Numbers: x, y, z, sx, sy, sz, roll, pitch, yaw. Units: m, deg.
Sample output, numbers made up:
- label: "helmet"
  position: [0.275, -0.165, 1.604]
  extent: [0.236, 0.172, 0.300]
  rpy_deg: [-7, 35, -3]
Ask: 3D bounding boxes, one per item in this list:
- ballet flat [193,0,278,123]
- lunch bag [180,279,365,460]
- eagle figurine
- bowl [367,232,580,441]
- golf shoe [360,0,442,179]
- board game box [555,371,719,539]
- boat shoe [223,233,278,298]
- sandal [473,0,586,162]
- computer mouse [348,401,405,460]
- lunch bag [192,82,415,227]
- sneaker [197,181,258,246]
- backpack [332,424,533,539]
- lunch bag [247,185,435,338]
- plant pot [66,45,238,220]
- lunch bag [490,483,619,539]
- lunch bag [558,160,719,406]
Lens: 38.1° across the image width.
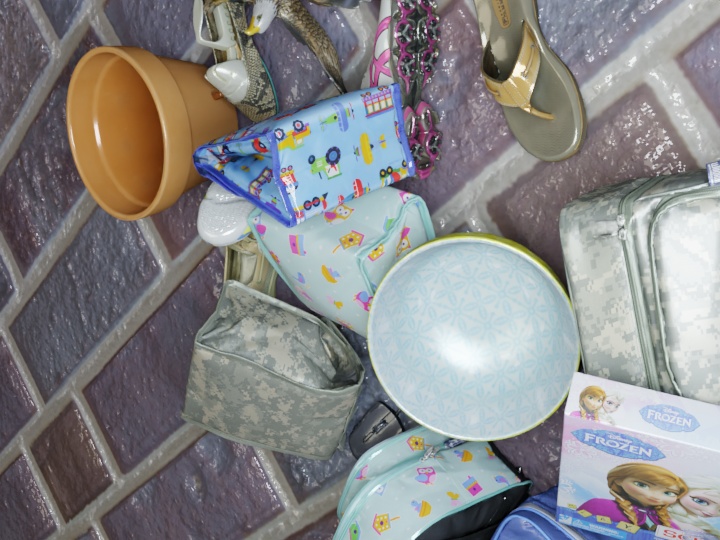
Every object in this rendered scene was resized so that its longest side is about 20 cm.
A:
- label: "ballet flat"
  position: [-0.155, -0.259, 1.193]
  extent: [0.067, 0.075, 0.203]
  rpy_deg: [-11, 95, 43]
- label: "lunch bag"
  position: [-0.094, 0.127, 1.208]
  extent: [0.197, 0.118, 0.165]
  rpy_deg: [22, 138, 3]
- label: "eagle figurine"
  position: [-0.068, -0.279, 1.083]
  extent: [0.197, 0.152, 0.153]
  rpy_deg: [21, 82, 9]
- label: "bowl"
  position: [0.113, 0.049, 0.997]
  extent: [0.197, 0.108, 0.204]
  rpy_deg: [4, 109, 13]
- label: "golf shoe"
  position: [0.029, -0.194, 1.040]
  extent: [0.091, 0.072, 0.204]
  rpy_deg: [16, 114, 41]
- label: "board game box"
  position: [0.261, 0.172, 0.844]
  extent: [0.197, 0.042, 0.201]
  rpy_deg: [12, 145, 17]
- label: "boat shoe"
  position: [-0.140, -0.008, 1.266]
  extent: [0.073, 0.063, 0.204]
  rpy_deg: [26, 120, 35]
- label: "sandal"
  position: [0.140, -0.191, 0.947]
  extent: [0.080, 0.054, 0.203]
  rpy_deg: [-21, 88, 45]
- label: "computer mouse"
  position: [0.039, 0.159, 1.169]
  extent: [0.059, 0.034, 0.201]
  rpy_deg: [51, 131, 20]
- label: "lunch bag"
  position: [-0.068, -0.126, 1.030]
  extent: [0.199, 0.149, 0.096]
  rpy_deg: [20, 128, 54]
- label: "sneaker"
  position: [-0.113, -0.068, 1.148]
  extent: [0.075, 0.201, 0.106]
  rpy_deg: [20, 135, 16]
- label: "backpack"
  position: [0.058, 0.258, 1.066]
  extent: [0.153, 0.198, 0.178]
  rpy_deg: [41, 128, 26]
- label: "lunch bag"
  position: [0.000, 0.000, 1.094]
  extent: [0.169, 0.122, 0.201]
  rpy_deg: [20, 149, 37]
- label: "plant pot"
  position: [-0.241, -0.172, 1.258]
  extent: [0.198, 0.139, 0.204]
  rpy_deg: [15, 113, 40]
- label: "lunch bag"
  position: [0.211, 0.312, 0.985]
  extent: [0.199, 0.131, 0.137]
  rpy_deg: [39, 127, 28]
- label: "lunch bag"
  position: [0.267, 0.015, 0.842]
  extent: [0.166, 0.139, 0.204]
  rpy_deg: [-7, 97, 34]
